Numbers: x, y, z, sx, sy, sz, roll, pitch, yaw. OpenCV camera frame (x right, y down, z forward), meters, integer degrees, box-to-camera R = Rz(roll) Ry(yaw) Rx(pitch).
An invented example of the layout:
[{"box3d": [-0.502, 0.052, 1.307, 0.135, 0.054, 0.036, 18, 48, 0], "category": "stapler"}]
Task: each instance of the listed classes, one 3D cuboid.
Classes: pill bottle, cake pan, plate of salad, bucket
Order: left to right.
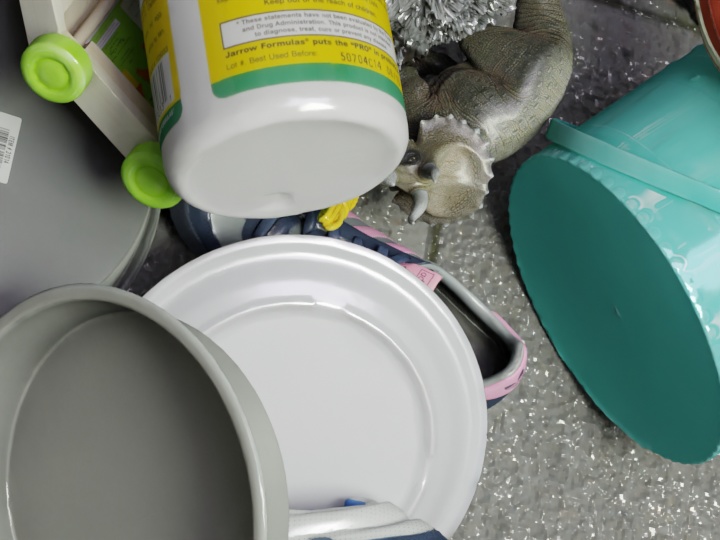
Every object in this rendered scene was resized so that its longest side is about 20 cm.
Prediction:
[{"box3d": [-0.185, -0.056, 1.318, 0.200, 0.037, 0.201, 5, 77, -23], "category": "cake pan"}, {"box3d": [-0.111, 0.105, 1.253, 0.037, 0.200, 0.201, -6, 81, -53], "category": "cake pan"}, {"box3d": [-0.047, -0.135, 1.267, 0.113, 0.113, 0.200, 0, 65, -23], "category": "pill bottle"}, {"box3d": [-0.037, 0.078, 1.341, 0.200, 0.048, 0.200, -2, 104, -9], "category": "plate of salad"}, {"box3d": [0.178, -0.011, 1.391, 0.135, 0.207, 0.207, -30, 92, -20], "category": "bucket"}]

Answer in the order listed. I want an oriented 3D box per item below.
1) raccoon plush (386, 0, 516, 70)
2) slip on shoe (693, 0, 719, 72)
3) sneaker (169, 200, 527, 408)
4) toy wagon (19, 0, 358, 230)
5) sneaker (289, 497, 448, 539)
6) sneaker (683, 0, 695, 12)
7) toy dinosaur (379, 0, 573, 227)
[{"box3d": [0.024, -0.165, 1.326, 0.097, 0.134, 0.200, 4, 50, 12], "category": "raccoon plush"}, {"box3d": [0.215, -0.095, 1.293, 0.074, 0.061, 0.200, -17, 52, -7], "category": "slip on shoe"}, {"box3d": [0.000, 0.000, 1.371, 0.200, 0.082, 0.070, 33, 68, -14], "category": "sneaker"}, {"box3d": [-0.080, -0.092, 1.326, 0.200, 0.040, 0.155, 48, 40, -16], "category": "toy wagon"}, {"box3d": [-0.030, 0.184, 1.270, 0.200, 0.081, 0.146, -32, 60, -27], "category": "sneaker"}, {"box3d": [0.191, -0.187, 1.497, 0.200, 0.075, 0.079, 33, 66, -15], "category": "sneaker"}, {"box3d": [0.059, -0.088, 1.393, 0.102, 0.077, 0.200, 33, 58, 30], "category": "toy dinosaur"}]
